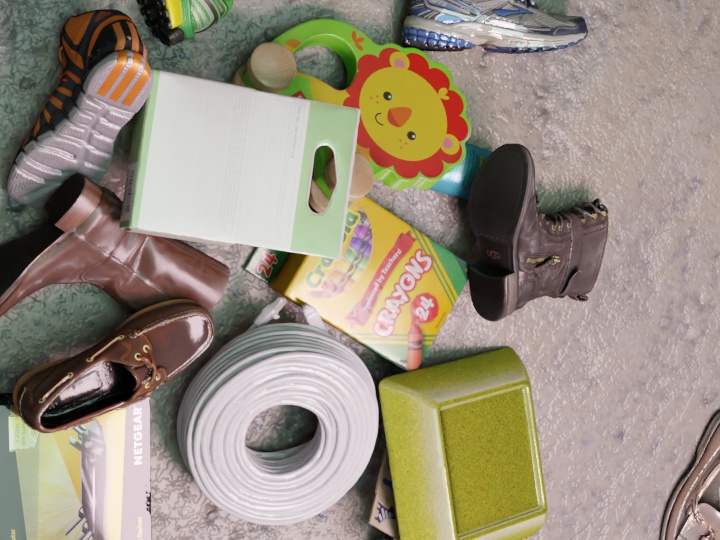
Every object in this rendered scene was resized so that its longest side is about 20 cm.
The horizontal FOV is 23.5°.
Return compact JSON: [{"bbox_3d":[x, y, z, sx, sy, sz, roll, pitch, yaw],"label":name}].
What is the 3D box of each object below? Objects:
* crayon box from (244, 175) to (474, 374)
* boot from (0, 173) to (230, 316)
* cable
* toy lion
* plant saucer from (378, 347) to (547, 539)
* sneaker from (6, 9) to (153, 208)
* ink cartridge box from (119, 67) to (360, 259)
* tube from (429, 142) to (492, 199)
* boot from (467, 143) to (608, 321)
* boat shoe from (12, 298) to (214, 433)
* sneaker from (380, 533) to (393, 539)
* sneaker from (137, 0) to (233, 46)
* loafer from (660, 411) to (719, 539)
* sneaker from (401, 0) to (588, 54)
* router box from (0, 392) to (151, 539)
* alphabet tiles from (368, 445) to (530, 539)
[{"bbox_3d":[0.000,0.000,1.714,0.199,0.051,0.127,31,86,-23],"label":"crayon box"},{"bbox_3d":[-0.240,0.025,1.616,0.186,0.064,0.200,-43,130,14],"label":"boot"},{"bbox_3d":[-0.076,0.150,1.675,0.200,0.069,0.200,-40,118,3],"label":"cable"},{"bbox_3d":[0.004,-0.158,1.666,0.191,0.069,0.200,-36,89,-28],"label":"toy lion"},{"bbox_3d":[0.117,0.191,1.744,0.199,0.048,0.202,-11,94,-42],"label":"plant saucer"},{"bbox_3d":[-0.256,-0.152,1.573,0.077,0.112,0.200,25,122,-36],"label":"sneaker"},{"bbox_3d":[-0.109,-0.093,1.571,0.199,0.048,0.147,9,86,-19],"label":"ink cartridge box"},{"bbox_3d":[0.053,-0.115,1.724,0.199,0.050,0.078,15,82,-20],"label":"tube"},{"bbox_3d":[0.188,-0.047,1.754,0.173,0.069,0.201,-18,124,-41],"label":"boot"},{"bbox_3d":[-0.215,0.092,1.574,0.199,0.070,0.071,-30,113,-18],"label":"boat shoe"},{"bbox_3d":[0.091,0.334,1.803,0.200,0.075,0.079,41,95,-16],"label":"sneaker"},{"bbox_3d":[-0.175,-0.314,1.587,0.085,0.078,0.201,-25,116,-24],"label":"sneaker"},{"bbox_3d":[0.391,0.250,1.909,0.072,0.063,0.201,21,90,-25],"label":"loafer"},{"bbox_3d":[0.138,-0.260,1.719,0.199,0.077,0.086,0,94,-23],"label":"sneaker"},{"bbox_3d":[-0.278,0.212,1.631,0.156,0.052,0.202,-4,100,-22],"label":"router box"},{"bbox_3d":[0.095,0.257,1.769,0.199,0.006,0.167,33,51,-24],"label":"alphabet tiles"}]
